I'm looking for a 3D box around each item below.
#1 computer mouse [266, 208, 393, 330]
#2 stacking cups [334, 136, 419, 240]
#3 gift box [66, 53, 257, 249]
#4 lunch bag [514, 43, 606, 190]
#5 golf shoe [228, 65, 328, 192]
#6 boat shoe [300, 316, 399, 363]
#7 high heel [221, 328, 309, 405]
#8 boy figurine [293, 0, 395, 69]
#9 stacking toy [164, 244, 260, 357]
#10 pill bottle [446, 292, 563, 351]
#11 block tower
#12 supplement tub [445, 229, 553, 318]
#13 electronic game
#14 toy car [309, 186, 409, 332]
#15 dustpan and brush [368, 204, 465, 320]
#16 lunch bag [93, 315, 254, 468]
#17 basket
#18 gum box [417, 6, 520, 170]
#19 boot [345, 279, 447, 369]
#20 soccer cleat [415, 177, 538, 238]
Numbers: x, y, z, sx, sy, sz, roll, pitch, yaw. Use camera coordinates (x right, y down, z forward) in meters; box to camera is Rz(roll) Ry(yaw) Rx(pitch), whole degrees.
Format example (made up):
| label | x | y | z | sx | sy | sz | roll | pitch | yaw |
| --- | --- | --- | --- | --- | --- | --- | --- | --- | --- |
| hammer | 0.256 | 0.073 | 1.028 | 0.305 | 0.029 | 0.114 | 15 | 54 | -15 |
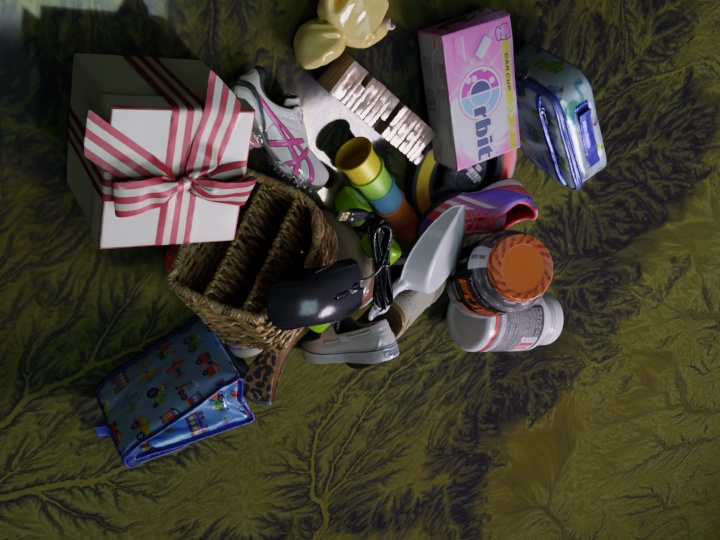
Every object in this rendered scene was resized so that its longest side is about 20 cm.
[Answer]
| label | x | y | z | sx | sy | sz | roll | pitch | yaw |
| --- | --- | --- | --- | --- | --- | --- | --- | --- | --- |
| computer mouse | -0.026 | -0.003 | 1.049 | 0.198 | 0.046 | 0.143 | -9 | 103 | -38 |
| stacking cups | 0.031 | -0.108 | 1.241 | 0.060 | 0.061 | 0.200 | -41 | 137 | -3 |
| gift box | -0.229 | -0.143 | 0.940 | 0.182 | 0.187 | 0.202 | -10 | 128 | -29 |
| lunch bag | 0.285 | -0.226 | 1.260 | 0.082 | 0.161 | 0.201 | -37 | 136 | -6 |
| golf shoe | -0.095 | -0.175 | 1.092 | 0.092 | 0.073 | 0.200 | -48 | 135 | 3 |
| boat shoe | -0.024 | 0.102 | 1.286 | 0.071 | 0.199 | 0.067 | -19 | 100 | -37 |
| high heel | -0.097 | 0.114 | 1.250 | 0.198 | 0.143 | 0.072 | -31 | 134 | -12 |
| boy figurine | -0.004 | -0.327 | 1.051 | 0.201 | 0.064 | 0.124 | -50 | 135 | 7 |
| stacking toy | -0.199 | 0.032 | 1.176 | 0.085 | 0.085 | 0.201 | -40 | 128 | -3 |
| pill bottle | 0.259 | 0.084 | 1.499 | 0.198 | 0.116 | 0.117 | 4 | 119 | -36 |
| block tower | 0.025 | -0.221 | 1.156 | 0.058 | 0.054 | 0.199 | -49 | 136 | 7 |
| supplement tub | 0.212 | 0.007 | 1.305 | 0.121 | 0.200 | 0.125 | 1 | 83 | -10 |
| electronic game | 0.160 | -0.152 | 1.310 | 0.198 | 0.042 | 0.202 | -18 | 130 | -23 |
| toy car | 0.000 | 0.000 | 1.245 | 0.164 | 0.159 | 0.199 | -44 | 149 | 15 |
| dustpan and brush | 0.082 | 0.003 | 1.234 | 0.201 | 0.057 | 0.140 | -56 | 159 | -25 |
| lunch bag | -0.270 | 0.174 | 1.167 | 0.198 | 0.151 | 0.095 | -25 | 133 | -18 |
| basket | -0.126 | -0.016 | 1.085 | 0.149 | 0.141 | 0.202 | 56 | 50 | -45 |
| gum box | 0.153 | -0.257 | 1.187 | 0.112 | 0.066 | 0.202 | -22 | 119 | -21 |
| boot | 0.051 | 0.072 | 1.366 | 0.154 | 0.072 | 0.200 | -40 | 176 | -41 |
| soccer cleat | 0.179 | -0.082 | 1.300 | 0.198 | 0.073 | 0.069 | -20 | 139 | -21 |
